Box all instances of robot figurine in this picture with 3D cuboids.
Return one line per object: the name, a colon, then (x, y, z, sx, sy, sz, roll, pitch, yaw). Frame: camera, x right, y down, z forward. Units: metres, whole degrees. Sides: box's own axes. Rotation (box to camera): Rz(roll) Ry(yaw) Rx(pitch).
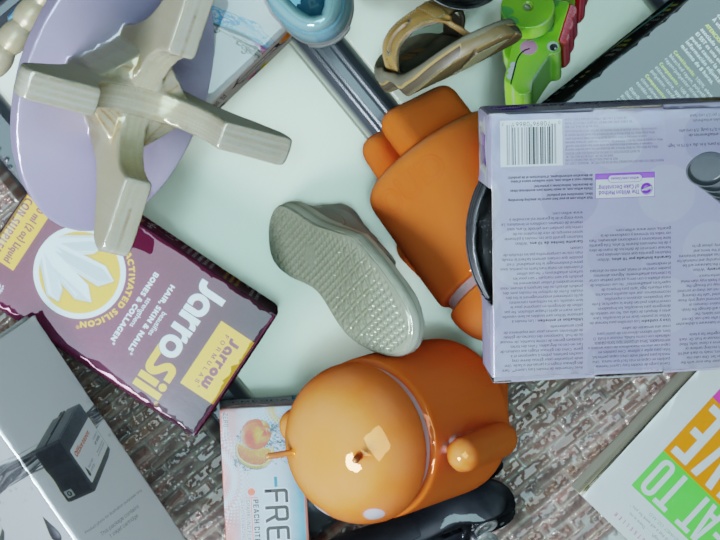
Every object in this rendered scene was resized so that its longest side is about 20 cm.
robot figurine: (0.086, -0.032, 1.634, 0.144, 0.117, 0.200, -39, 78, 18)
robot figurine: (0.025, 0.113, 1.600, 0.144, 0.200, 0.117, 47, 122, 22)

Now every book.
book: (0.275, 0.135, 1.700, 0.134, 0.048, 0.200, 43, 90, -7)

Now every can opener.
can opener: (0.029, 0.196, 1.666, 0.200, 0.064, 0.079, -25, 51, -24)

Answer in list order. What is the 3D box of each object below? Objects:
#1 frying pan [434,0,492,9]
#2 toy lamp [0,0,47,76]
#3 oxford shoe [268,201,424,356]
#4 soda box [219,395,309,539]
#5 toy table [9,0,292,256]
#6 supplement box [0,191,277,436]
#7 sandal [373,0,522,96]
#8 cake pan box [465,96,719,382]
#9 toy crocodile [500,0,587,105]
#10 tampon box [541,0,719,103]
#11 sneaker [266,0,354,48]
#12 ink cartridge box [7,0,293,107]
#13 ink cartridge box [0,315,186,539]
frying pan: (0.095, -0.241, 1.562, 0.190, 0.031, 0.115, -14, 103, -37)
toy lamp: (-0.213, -0.182, 1.522, 0.058, 0.058, 0.200, 39, 93, -2)
oxford shoe: (0.000, 0.000, 1.624, 0.058, 0.200, 0.075, -1, 112, -29)
soda box: (-0.069, 0.195, 1.683, 0.063, 0.068, 0.201, -2, 93, -3)
toy table: (-0.146, -0.109, 1.478, 0.183, 0.117, 0.201, 2, 107, -23)
supplement box: (-0.171, 0.019, 1.664, 0.200, 0.086, 0.111, 34, 92, -3)
sandal: (0.048, -0.162, 1.600, 0.080, 0.200, 0.054, -28, 101, -12)
cake pan box: (0.172, -0.022, 1.532, 0.199, 0.052, 0.185, -4, 100, -5)
toy crocodile: (0.139, -0.196, 1.637, 0.062, 0.068, 0.200, 10, 58, 11)
tampon box: (0.231, -0.118, 1.629, 0.200, 0.150, 0.126, -39, 93, 3)
sneaker: (-0.057, -0.244, 1.506, 0.074, 0.082, 0.200, -29, 92, 0)
ink cartridge box: (-0.124, -0.194, 1.623, 0.200, 0.147, 0.145, -44, 93, 2)
ink cartridge box: (-0.239, 0.153, 1.634, 0.084, 0.145, 0.200, -36, 94, -41)
